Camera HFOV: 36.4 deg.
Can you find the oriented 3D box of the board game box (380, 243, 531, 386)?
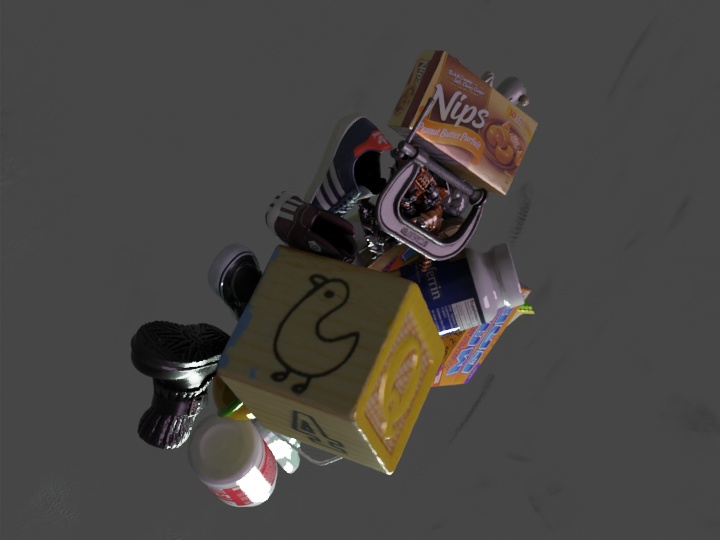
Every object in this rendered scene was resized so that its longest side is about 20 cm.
[{"bbox_3d":[0.128,0.052,1.828,0.201,0.200,0.200,-57,158,11],"label":"board game box"}]

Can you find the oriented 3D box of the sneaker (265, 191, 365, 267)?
[{"bbox_3d":[-0.031,-0.020,1.416,0.200,0.115,0.076,41,75,-43],"label":"sneaker"}]

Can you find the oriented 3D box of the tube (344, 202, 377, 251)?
[{"bbox_3d":[0.042,-0.083,1.660,0.058,0.052,0.200,-21,-173,40],"label":"tube"}]

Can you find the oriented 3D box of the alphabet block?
[{"bbox_3d":[-0.031,0.112,1.383,0.197,0.198,0.197,-65,153,-21],"label":"alphabet block"}]

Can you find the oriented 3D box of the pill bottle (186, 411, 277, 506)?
[{"bbox_3d":[-0.190,0.298,1.683,0.112,0.112,0.200,-46,158,-14],"label":"pill bottle"}]

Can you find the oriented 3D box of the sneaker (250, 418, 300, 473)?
[{"bbox_3d":[-0.109,0.267,1.846,0.118,0.074,0.201,-41,154,-10],"label":"sneaker"}]

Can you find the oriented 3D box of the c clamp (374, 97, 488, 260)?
[{"bbox_3d":[0.103,-0.104,1.455,0.200,0.027,0.171,36,93,-39],"label":"c clamp"}]

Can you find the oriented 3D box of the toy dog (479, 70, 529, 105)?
[{"bbox_3d":[0.205,-0.205,1.726,0.201,0.096,0.132,-59,158,16],"label":"toy dog"}]

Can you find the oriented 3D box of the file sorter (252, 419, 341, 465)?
[{"bbox_3d":[-0.043,0.171,1.646,0.201,0.124,0.139,-59,-168,-29],"label":"file sorter"}]

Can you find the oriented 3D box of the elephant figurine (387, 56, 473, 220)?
[{"bbox_3d":[0.136,-0.183,1.599,0.155,0.140,0.202,-179,-68,-81],"label":"elephant figurine"}]

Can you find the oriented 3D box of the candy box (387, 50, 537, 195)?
[{"bbox_3d":[0.142,-0.200,1.496,0.199,0.055,0.116,29,82,-33],"label":"candy box"}]

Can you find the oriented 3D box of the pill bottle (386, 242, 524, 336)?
[{"bbox_3d":[0.134,0.032,1.614,0.198,0.117,0.116,-17,158,6],"label":"pill bottle"}]

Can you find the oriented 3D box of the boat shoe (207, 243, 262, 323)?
[{"bbox_3d":[-0.140,0.031,1.424,0.072,0.071,0.200,-47,158,-12],"label":"boat shoe"}]

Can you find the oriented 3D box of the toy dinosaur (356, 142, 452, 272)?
[{"bbox_3d":[0.066,-0.078,1.505,0.135,0.202,0.102,-17,-163,1],"label":"toy dinosaur"}]

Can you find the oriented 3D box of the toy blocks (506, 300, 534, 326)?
[{"bbox_3d":[0.293,0.091,2.396,0.136,0.100,0.200,-41,159,1],"label":"toy blocks"}]

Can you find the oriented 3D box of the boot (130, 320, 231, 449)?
[{"bbox_3d":[-0.246,0.151,1.384,0.158,0.079,0.211,-56,159,10],"label":"boot"}]

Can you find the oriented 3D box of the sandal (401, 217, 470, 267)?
[{"bbox_3d":[0.114,-0.046,1.646,0.080,0.054,0.200,-7,162,-16],"label":"sandal"}]

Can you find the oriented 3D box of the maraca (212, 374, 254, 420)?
[{"bbox_3d":[-0.133,0.129,1.542,0.200,0.107,0.137,-50,-167,-23],"label":"maraca"}]

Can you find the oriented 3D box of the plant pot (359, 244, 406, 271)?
[{"bbox_3d":[0.000,0.000,1.652,0.200,0.028,0.200,-39,176,-4],"label":"plant pot"}]

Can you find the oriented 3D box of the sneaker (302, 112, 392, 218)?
[{"bbox_3d":[-0.016,-0.105,1.448,0.075,0.084,0.201,-29,149,-45],"label":"sneaker"}]
